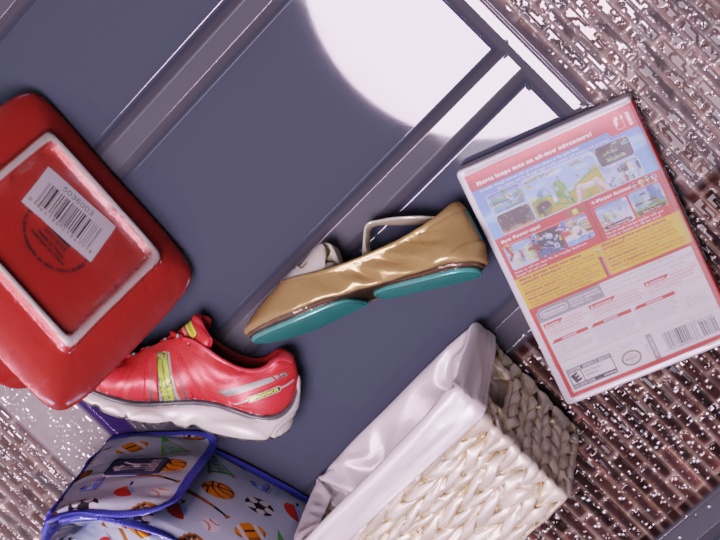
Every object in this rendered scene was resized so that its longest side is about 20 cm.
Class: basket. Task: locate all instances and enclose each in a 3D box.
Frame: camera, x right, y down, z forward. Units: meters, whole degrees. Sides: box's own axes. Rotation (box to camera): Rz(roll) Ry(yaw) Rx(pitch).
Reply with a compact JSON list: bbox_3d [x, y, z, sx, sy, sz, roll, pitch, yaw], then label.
[{"bbox_3d":[0.060,0.163,1.491,0.123,0.136,0.200,40,112,-7],"label":"basket"}]

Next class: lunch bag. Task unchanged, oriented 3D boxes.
[{"bbox_3d":[-0.135,0.209,1.527,0.199,0.170,0.125,28,109,1],"label":"lunch bag"}]

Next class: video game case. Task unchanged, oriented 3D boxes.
[{"bbox_3d":[0.176,-0.013,1.466,0.142,0.017,0.201,-23,103,18],"label":"video game case"}]

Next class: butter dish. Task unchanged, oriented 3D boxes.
[{"bbox_3d":[-0.262,0.005,1.493,0.200,0.200,0.148,48,134,-6],"label":"butter dish"}]

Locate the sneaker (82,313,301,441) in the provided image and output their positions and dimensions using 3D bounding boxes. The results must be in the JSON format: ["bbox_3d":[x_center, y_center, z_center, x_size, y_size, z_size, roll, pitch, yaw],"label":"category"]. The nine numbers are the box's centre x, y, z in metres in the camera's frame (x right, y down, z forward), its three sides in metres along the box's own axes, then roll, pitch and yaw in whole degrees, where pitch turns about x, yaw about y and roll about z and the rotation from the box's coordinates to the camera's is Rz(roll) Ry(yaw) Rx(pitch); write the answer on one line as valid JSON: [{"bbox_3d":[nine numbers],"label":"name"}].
[{"bbox_3d":[-0.143,0.074,1.543,0.198,0.077,0.086,9,100,1],"label":"sneaker"}]

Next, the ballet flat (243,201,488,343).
[{"bbox_3d":[0.000,0.000,1.493,0.198,0.069,0.064,-18,77,14],"label":"ballet flat"}]
